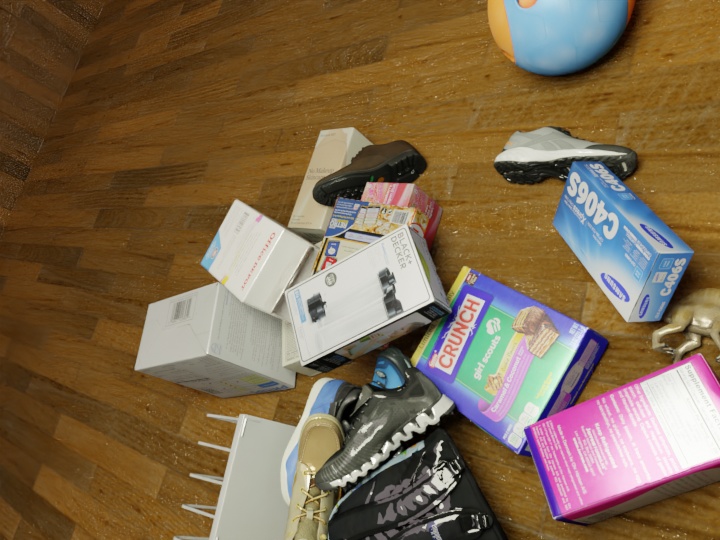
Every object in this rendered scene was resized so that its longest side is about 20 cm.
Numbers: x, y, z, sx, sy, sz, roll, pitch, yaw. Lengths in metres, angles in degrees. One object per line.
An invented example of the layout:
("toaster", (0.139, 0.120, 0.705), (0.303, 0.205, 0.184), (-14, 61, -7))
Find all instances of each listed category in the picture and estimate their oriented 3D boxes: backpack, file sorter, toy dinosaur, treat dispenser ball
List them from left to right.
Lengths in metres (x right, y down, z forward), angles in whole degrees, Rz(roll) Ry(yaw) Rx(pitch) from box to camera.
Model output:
("file sorter", (-0.189, 0.334, 0.932), (0.124, 0.138, 0.202), (-5, 66, 42))
("backpack", (0.058, 0.312, 0.730), (0.199, 0.154, 0.164), (-30, 71, -1))
("treat dispenser ball", (0.281, -0.381, 0.839), (0.200, 0.200, 0.203), (-19, 58, 33))
("toy dinosaur", (0.368, 0.059, 0.665), (0.199, 0.058, 0.102), (8, 58, 46))

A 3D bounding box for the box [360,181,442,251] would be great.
("box", (0.041, -0.030, 0.942), (0.102, 0.094, 0.202), (10, 76, 41))

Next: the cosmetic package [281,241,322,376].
("cosmetic package", (-0.077, 0.065, 1.011), (0.103, 0.073, 0.202), (-23, 55, 32))

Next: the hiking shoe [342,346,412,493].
("hiking shoe", (0.027, 0.204, 0.799), (0.074, 0.086, 0.202), (17, 108, 45))

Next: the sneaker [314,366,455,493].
("sneaker", (0.015, 0.191, 0.741), (0.199, 0.066, 0.091), (-36, 85, 1))

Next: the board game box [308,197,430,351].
("board game box", (0.000, 0.000, 0.864), (0.151, 0.046, 0.202), (13, 79, 39))

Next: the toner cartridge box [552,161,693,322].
("toner cartridge box", (0.298, -0.041, 0.700), (0.201, 0.043, 0.096), (-105, 16, -52))

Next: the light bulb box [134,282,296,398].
("light bulb box", (-0.242, 0.131, 1.031), (0.197, 0.200, 0.126), (-15, 59, 34))

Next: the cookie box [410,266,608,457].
("cookie box", (0.181, 0.112, 0.768), (0.200, 0.075, 0.172), (30, 92, 45))

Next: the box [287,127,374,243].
("box", (-0.050, -0.154, 1.093), (0.094, 0.078, 0.202), (4, 72, 41))

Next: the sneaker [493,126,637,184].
("sneaker", (0.282, -0.166, 0.824), (0.199, 0.074, 0.080), (14, 73, 43))

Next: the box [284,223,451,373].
("box", (0.005, 0.039, 0.775), (0.199, 0.060, 0.117), (-27, 60, 20))

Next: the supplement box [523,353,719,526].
("supplement box", (0.292, 0.183, 0.621), (0.199, 0.101, 0.104), (-30, 52, 25))

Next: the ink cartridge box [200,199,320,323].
("ink cartridge box", (-0.145, -0.009, 0.964), (0.200, 0.125, 0.129), (32, 92, 48))

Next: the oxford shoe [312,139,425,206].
("oxford shoe", (0.006, -0.169, 1.026), (0.198, 0.073, 0.085), (-21, 50, -9))

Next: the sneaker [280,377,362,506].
("sneaker", (-0.046, 0.263, 0.884), (0.111, 0.077, 0.201), (-3, 61, 49))

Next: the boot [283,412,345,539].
("boot", (-0.064, 0.309, 0.782), (0.072, 0.156, 0.202), (10, 105, 2))
